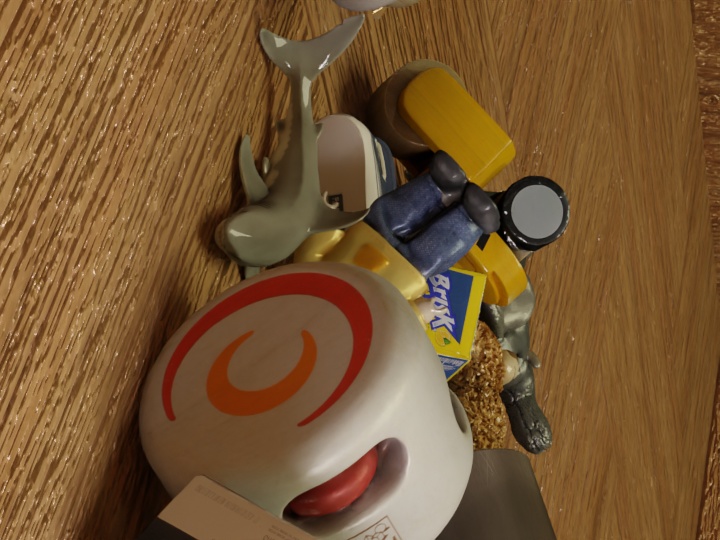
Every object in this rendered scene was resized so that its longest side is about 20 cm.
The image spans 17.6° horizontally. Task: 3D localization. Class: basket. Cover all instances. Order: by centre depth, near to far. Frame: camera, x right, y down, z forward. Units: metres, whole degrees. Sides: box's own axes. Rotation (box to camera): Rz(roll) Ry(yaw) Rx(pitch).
[{"bbox_3d":[0.095,0.244,1.707,0.180,0.135,0.201,33,39,-58],"label":"basket"}]

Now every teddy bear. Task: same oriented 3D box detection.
[{"bbox_3d":[0.094,0.137,1.872,0.145,0.066,0.201,63,28,-63],"label":"teddy bear"}]

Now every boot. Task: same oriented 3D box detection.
[{"bbox_3d":[-0.002,-0.012,1.748,0.090,0.072,0.201,22,70,-68],"label":"boot"}]

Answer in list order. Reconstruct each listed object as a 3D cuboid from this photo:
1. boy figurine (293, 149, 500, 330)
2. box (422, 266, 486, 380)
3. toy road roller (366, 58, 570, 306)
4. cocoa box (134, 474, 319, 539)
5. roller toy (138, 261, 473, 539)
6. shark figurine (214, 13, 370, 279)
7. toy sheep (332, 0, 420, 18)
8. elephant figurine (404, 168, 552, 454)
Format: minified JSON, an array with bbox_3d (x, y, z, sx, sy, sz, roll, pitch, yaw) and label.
[{"bbox_3d":[0.000,0.000,1.648,0.124,0.200,0.064,50,-10,12],"label":"boy figurine"},{"bbox_3d":[0.039,0.050,1.771,0.200,0.064,0.071,129,-26,-73],"label":"box"},{"bbox_3d":[0.060,-0.054,1.867,0.200,0.146,0.123,49,-12,-2],"label":"toy road roller"},{"bbox_3d":[-0.054,0.240,1.299,0.131,0.133,0.200,-45,126,-18],"label":"cocoa box"},{"bbox_3d":[-0.031,0.103,1.417,0.140,0.181,0.201,61,42,-39],"label":"roller toy"},{"bbox_3d":[-0.034,-0.065,1.610,0.129,0.089,0.215,75,24,-49],"label":"shark figurine"},{"bbox_3d":[-0.009,-0.257,1.617,0.200,0.137,0.138,45,43,-36],"label":"toy sheep"},{"bbox_3d":[0.101,0.035,1.998,0.142,0.154,0.201,108,-14,-55],"label":"elephant figurine"}]
